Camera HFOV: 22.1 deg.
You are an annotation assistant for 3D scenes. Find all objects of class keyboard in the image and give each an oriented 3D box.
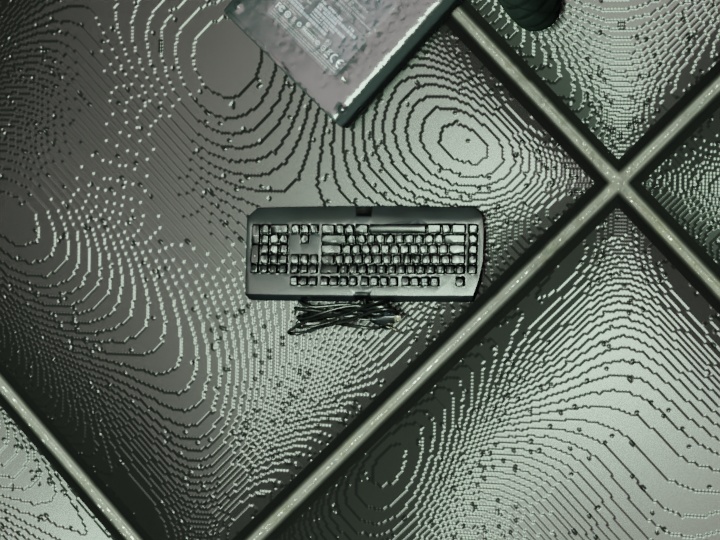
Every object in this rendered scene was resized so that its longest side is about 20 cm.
[{"bbox_3d":[0.000,0.000,1.480,0.198,0.040,0.105,-1,90,15],"label":"keyboard"}]

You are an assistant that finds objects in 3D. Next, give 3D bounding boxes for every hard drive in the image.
[{"bbox_3d":[0.005,-0.235,1.477,0.140,0.033,0.200,45,101,9],"label":"hard drive"}]

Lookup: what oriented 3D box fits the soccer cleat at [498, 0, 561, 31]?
[{"bbox_3d":[0.127,-0.271,1.390,0.081,0.067,0.201,16,130,45],"label":"soccer cleat"}]
